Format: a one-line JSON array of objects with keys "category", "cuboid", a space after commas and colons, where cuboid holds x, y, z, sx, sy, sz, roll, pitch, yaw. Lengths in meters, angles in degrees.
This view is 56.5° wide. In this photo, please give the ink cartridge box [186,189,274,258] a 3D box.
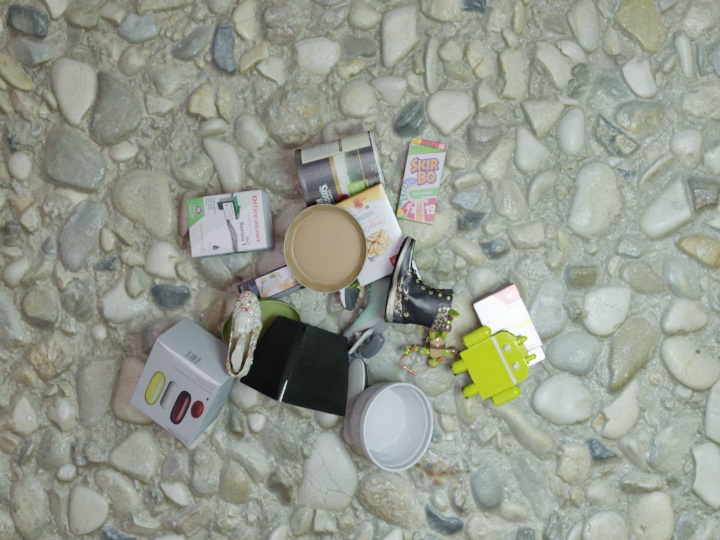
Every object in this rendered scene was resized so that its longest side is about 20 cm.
[{"category": "ink cartridge box", "cuboid": [-0.323, -0.116, 1.675, 0.194, 0.084, 0.151, -7, 89, 5]}]

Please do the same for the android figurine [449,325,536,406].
[{"category": "android figurine", "cuboid": [0.315, 0.221, 1.576, 0.197, 0.041, 0.186, -26, 87, 17]}]

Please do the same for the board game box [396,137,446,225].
[{"category": "board game box", "cuboid": [0.153, -0.223, 1.665, 0.093, 0.030, 0.206, 11, 88, 5]}]

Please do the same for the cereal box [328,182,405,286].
[{"category": "cereal box", "cuboid": [0.026, -0.084, 1.581, 0.141, 0.040, 0.204, -23, 99, 7]}]

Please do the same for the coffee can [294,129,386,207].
[{"category": "coffee can", "cuboid": [-0.047, -0.244, 1.621, 0.194, 0.146, 0.151, -14, 88, 4]}]

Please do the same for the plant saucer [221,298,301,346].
[{"category": "plant saucer", "cuboid": [-0.241, 0.128, 1.632, 0.195, 0.202, 0.032, -21, 52, 4]}]

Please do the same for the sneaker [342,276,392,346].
[{"category": "sneaker", "cuboid": [0.022, 0.101, 1.662, 0.199, 0.073, 0.120, -38, 46, 24]}]

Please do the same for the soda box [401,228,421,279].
[{"category": "soda box", "cuboid": [0.110, 0.005, 1.644, 0.062, 0.068, 0.205, -20, 87, 3]}]

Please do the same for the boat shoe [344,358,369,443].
[{"category": "boat shoe", "cuboid": [0.002, 0.323, 1.654, 0.059, 0.073, 0.206, 9, 78, -37]}]

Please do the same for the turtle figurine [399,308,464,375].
[{"category": "turtle figurine", "cuboid": [0.195, 0.174, 1.632, 0.194, 0.065, 0.166, 7, 110, -7]}]

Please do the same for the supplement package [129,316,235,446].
[{"category": "supplement package", "cuboid": [-0.416, 0.266, 1.618, 0.189, 0.147, 0.203, 32, 113, 6]}]

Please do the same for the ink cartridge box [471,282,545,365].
[{"category": "ink cartridge box", "cuboid": [0.363, 0.147, 1.620, 0.114, 0.067, 0.204, -26, 88, 6]}]

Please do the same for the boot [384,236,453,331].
[{"category": "boot", "cuboid": [0.141, 0.036, 1.537, 0.146, 0.073, 0.206, 14, 94, 1]}]

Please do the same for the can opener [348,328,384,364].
[{"category": "can opener", "cuboid": [-0.022, 0.213, 1.623, 0.067, 0.052, 0.200, 50, 119, 13]}]

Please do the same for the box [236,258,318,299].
[{"category": "box", "cuboid": [-0.192, 0.029, 1.648, 0.195, 0.117, 0.062, -22, 85, 6]}]

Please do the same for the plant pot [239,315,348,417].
[{"category": "plant pot", "cuboid": [-0.137, 0.216, 1.571, 0.196, 0.198, 0.182, 21, 84, -36]}]

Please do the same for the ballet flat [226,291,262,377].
[{"category": "ballet flat", "cuboid": [-0.267, 0.152, 1.526, 0.073, 0.064, 0.206, 8, 101, 4]}]

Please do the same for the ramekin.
[{"category": "ramekin", "cuboid": [0.066, 0.363, 1.592, 0.195, 0.104, 0.207, 1, 89, -29]}]

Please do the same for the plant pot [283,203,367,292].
[{"category": "plant pot", "cuboid": [-0.081, -0.052, 1.557, 0.194, 0.027, 0.206, 0, 97, 4]}]

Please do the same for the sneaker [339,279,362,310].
[{"category": "sneaker", "cuboid": [0.000, 0.000, 1.645, 0.082, 0.074, 0.206, 9, 90, 14]}]
